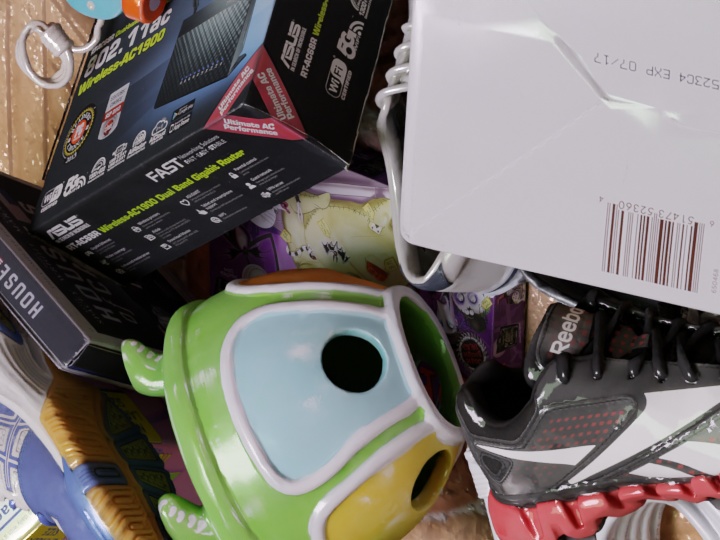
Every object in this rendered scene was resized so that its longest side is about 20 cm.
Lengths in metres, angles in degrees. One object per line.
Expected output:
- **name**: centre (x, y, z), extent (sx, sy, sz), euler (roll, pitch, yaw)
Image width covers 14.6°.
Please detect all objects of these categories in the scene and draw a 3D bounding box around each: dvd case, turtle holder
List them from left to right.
- **dvd case**: centre (-0.134, 0.009, 1.424), extent (0.025, 0.200, 0.150), euler (-48, 64, 10)
- **turtle holder**: centre (-0.019, 0.083, 1.316), extent (0.132, 0.141, 0.186), euler (-25, 47, 17)

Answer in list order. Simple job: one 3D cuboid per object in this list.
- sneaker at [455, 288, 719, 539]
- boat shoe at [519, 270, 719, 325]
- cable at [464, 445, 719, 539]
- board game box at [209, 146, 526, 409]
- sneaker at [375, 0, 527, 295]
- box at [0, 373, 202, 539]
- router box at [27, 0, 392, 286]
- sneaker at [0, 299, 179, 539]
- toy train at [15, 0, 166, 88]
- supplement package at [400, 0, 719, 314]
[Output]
- **sneaker**: centre (0.122, 0.050, 1.150), extent (0.200, 0.071, 0.098), euler (-20, 112, 33)
- **boat shoe**: centre (0.153, 0.013, 1.201), extent (0.199, 0.068, 0.074), euler (28, 126, 37)
- **cable**: centre (0.147, 0.136, 1.264), extent (0.200, 0.069, 0.200), euler (5, 112, 45)
- **board game box**: centre (0.000, 0.000, 1.395), extent (0.200, 0.032, 0.120), euler (22, 127, 39)
- **sneaker**: centre (0.043, -0.087, 1.259), extent (0.073, 0.071, 0.200), euler (-5, 92, 43)
- **box**: centre (-0.173, 0.050, 1.473), extent (0.097, 0.176, 0.200), euler (-43, 70, 13)
- **router box**: centre (-0.067, -0.094, 1.331), extent (0.062, 0.150, 0.200), euler (31, 147, -26)
- **sneaker**: centre (-0.163, 0.085, 1.335), extent (0.088, 0.075, 0.200), euler (-48, 61, 13)
- **toy train**: centre (-0.165, -0.195, 1.355), extent (0.150, 0.056, 0.200), euler (-26, 102, 44)
- **supplement package**: centre (0.141, -0.092, 1.025), extent (0.191, 0.200, 0.147), euler (14, 120, 19)
